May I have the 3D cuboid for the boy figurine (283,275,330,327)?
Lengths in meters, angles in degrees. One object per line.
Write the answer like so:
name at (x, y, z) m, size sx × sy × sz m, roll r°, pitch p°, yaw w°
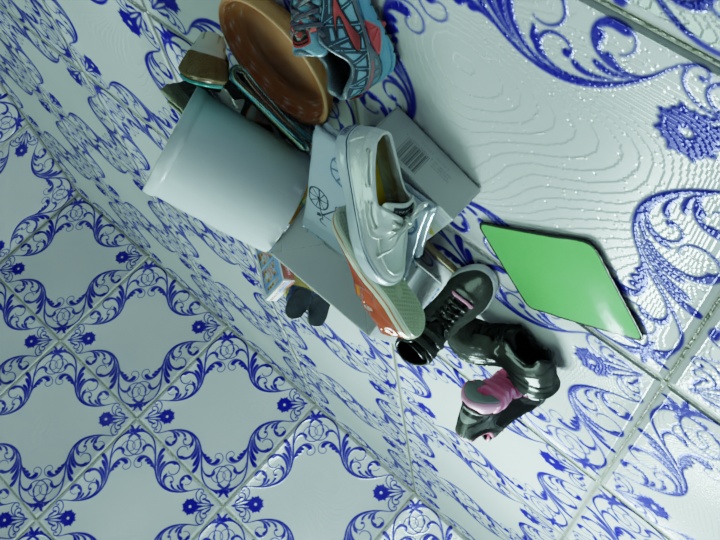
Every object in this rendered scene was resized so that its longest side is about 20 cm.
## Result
boy figurine at (-0.089, 0.032, 1.404) m, size 0.123 × 0.065 × 0.200 m, roll 21°, pitch -164°, yaw -11°

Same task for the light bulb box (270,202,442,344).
light bulb box at (0.000, 0.000, 1.243) m, size 0.198 × 0.125 × 0.200 m, roll 39°, pitch -177°, yaw 16°

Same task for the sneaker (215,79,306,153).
sneaker at (-0.168, -0.218, 1.303) m, size 0.200 × 0.080 × 0.074 m, roll 49°, pitch 164°, yaw -9°

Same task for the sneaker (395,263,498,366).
sneaker at (0.120, 0.072, 1.173) m, size 0.071 × 0.099 × 0.200 m, roll 40°, pitch 136°, yaw -2°

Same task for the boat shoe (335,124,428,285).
boat shoe at (0.037, -0.070, 0.952) m, size 0.085 × 0.074 × 0.204 m, roll 10°, pitch 122°, yaw 39°

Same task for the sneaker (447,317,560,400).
sneaker at (0.208, 0.106, 1.217) m, size 0.199 × 0.076 × 0.091 m, roll 26°, pitch 147°, yaw 30°

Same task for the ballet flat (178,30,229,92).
ballet flat at (-0.203, -0.282, 1.113) m, size 0.067 × 0.073 × 0.200 m, roll 16°, pitch -171°, yaw -6°

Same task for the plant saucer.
plant saucer at (-0.105, -0.280, 1.080) m, size 0.200 × 0.037 × 0.200 m, roll 41°, pitch 164°, yaw 15°

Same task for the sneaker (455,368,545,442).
sneaker at (0.210, 0.208, 1.246) m, size 0.079 × 0.199 × 0.096 m, roll 31°, pitch 114°, yaw 41°

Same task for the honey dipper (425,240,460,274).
honey dipper at (0.080, -0.053, 1.191) m, size 0.200 × 0.038 × 0.038 m, roll 41°, pitch 163°, yaw -2°

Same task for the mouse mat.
mouse mat at (0.239, 0.010, 1.002) m, size 0.199 × 0.008 × 0.161 m, roll 16°, pitch 147°, yaw 56°

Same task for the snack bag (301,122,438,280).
snack bag at (0.005, -0.070, 1.067) m, size 0.188 × 0.021 × 0.201 m, roll 37°, pitch 146°, yaw 17°

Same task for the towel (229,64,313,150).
towel at (-0.128, -0.226, 1.162) m, size 0.147 × 0.022 × 0.200 m, roll 45°, pitch -179°, yaw -12°

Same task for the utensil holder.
utensil holder at (-0.188, -0.143, 1.200) m, size 0.199 × 0.171 × 0.170 m, roll 28°, pitch 167°, yaw -15°

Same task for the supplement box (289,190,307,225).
supplement box at (-0.080, -0.086, 1.426) m, size 0.200 × 0.067 × 0.069 m, roll 52°, pitch 162°, yaw -24°

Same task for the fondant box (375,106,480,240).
fondant box at (0.055, -0.109, 1.069) m, size 0.144 × 0.058 × 0.200 m, roll 45°, pitch 164°, yaw -1°

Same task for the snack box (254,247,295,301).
snack box at (-0.150, -0.057, 1.346) m, size 0.072 × 0.024 × 0.202 m, roll -42°, pitch 55°, yaw 47°

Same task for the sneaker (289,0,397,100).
sneaker at (-0.036, -0.263, 0.853) m, size 0.079 × 0.096 × 0.201 m, roll 20°, pitch 151°, yaw 53°

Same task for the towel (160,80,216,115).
towel at (-0.239, -0.231, 1.364) m, size 0.200 × 0.034 × 0.193 m, roll 49°, pitch -165°, yaw -9°

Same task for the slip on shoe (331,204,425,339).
slip on shoe at (0.013, 0.008, 1.049) m, size 0.061 × 0.074 × 0.201 m, roll -11°, pitch 122°, yaw 37°
